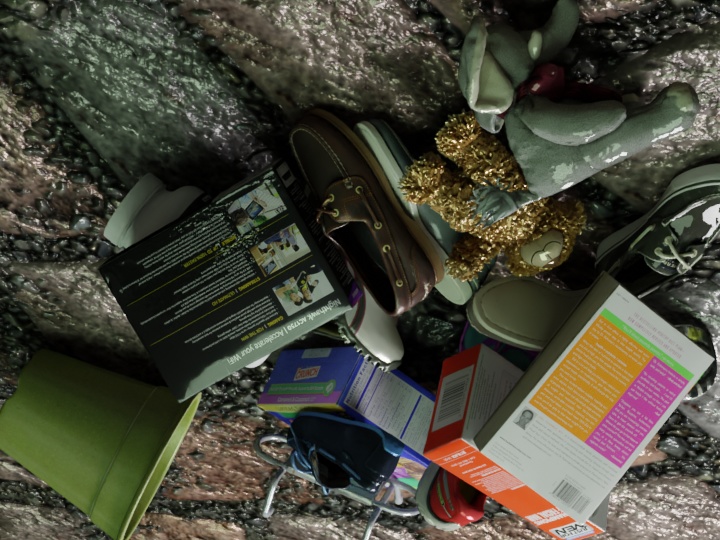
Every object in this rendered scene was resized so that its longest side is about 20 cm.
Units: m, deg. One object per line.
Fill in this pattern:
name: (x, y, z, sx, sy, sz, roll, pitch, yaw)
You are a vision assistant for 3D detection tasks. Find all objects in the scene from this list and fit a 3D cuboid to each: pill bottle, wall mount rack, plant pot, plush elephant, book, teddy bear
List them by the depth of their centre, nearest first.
plush elephant: (0.148, -0.148, 1.385, 0.199, 0.165, 0.156, -27, 94, 0)
teddy bear: (0.124, -0.059, 1.520, 0.201, 0.145, 0.067, 56, 169, -30)
book: (0.218, 0.122, 1.570, 0.133, 0.048, 0.201, 36, 97, -17)
pill bottle: (-0.149, -0.004, 1.647, 0.199, 0.113, 0.113, 37, 141, 1)
wall mount rack: (-0.023, 0.237, 1.853, 0.198, 0.174, 0.075, 21, 111, 10)
plant pot: (-0.309, 0.184, 1.927, 0.189, 0.201, 0.201, 27, 143, 2)

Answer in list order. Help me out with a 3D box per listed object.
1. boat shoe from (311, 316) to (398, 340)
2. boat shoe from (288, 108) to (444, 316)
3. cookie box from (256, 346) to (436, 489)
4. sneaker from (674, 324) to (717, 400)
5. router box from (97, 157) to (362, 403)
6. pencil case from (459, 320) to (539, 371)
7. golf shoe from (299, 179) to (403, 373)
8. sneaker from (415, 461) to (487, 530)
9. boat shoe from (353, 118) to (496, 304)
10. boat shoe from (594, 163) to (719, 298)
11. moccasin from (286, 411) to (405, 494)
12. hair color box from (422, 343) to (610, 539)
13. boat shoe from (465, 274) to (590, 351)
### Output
boat shoe: (-0.056, 0.031, 1.726, 0.198, 0.065, 0.074, 10, 141, 1)
boat shoe: (-0.004, -0.052, 1.535, 0.201, 0.070, 0.070, 53, 149, 0)
cookie box: (0.016, 0.162, 1.827, 0.199, 0.076, 0.171, 36, 159, -25)
sneaker: (0.267, 0.097, 1.673, 0.198, 0.075, 0.084, -9, -178, -32)
router box: (-0.121, 0.011, 1.559, 0.199, 0.051, 0.150, -28, 98, 16)
pencil case: (0.197, 0.108, 1.734, 0.199, 0.086, 0.092, 29, 156, -21)
golf shoe: (0.000, 0.000, 1.601, 0.088, 0.077, 0.201, -27, 96, 13)
sneaker: (0.129, 0.177, 1.744, 0.077, 0.201, 0.085, 34, 152, -27)
boat shoe: (0.061, -0.064, 1.570, 0.201, 0.062, 0.073, 58, 160, -19)
boat shoe: (0.287, -0.025, 1.553, 0.070, 0.064, 0.200, 26, 141, -16)
moccasin: (-0.031, 0.187, 1.723, 0.080, 0.069, 0.200, 30, 165, -19)
hair color box: (0.161, 0.173, 1.666, 0.199, 0.112, 0.064, 34, 142, -24)
boat shoe: (0.178, 0.046, 1.631, 0.198, 0.073, 0.059, 0, 162, -35)
